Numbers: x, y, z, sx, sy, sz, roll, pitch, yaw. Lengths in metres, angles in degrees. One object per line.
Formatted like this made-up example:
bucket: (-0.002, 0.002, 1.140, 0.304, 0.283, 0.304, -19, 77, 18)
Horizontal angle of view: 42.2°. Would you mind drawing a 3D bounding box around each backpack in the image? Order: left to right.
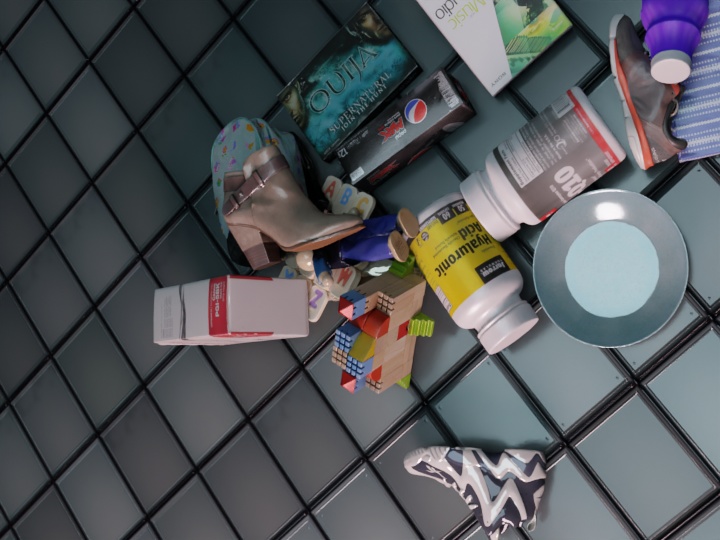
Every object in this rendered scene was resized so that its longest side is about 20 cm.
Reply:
backpack: (-0.143, -0.125, 1.373, 0.165, 0.126, 0.204, -26, 62, 31)

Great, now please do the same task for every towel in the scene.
towel: (0.455, -0.250, 1.185, 0.142, 0.024, 0.205, -12, 83, 21)

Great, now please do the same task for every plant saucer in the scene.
plant saucer: (0.325, -0.003, 1.214, 0.197, 0.039, 0.206, -1, 86, 24)

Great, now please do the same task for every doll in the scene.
doll: (-0.018, -0.031, 1.265, 0.197, 0.049, 0.138, -10, 45, 42)

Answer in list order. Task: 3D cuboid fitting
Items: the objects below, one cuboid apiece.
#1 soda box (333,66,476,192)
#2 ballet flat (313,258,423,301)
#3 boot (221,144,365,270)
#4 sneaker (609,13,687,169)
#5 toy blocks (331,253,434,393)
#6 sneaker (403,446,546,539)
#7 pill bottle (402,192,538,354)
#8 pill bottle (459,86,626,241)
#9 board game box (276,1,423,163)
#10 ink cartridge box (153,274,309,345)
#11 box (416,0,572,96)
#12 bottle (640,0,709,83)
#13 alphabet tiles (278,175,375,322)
soda box: (0.063, -0.197, 1.327, 0.198, 0.070, 0.064, -35, 73, 18)
ballet flat: (0.000, 0.000, 1.347, 0.196, 0.064, 0.078, -12, 82, 24)
boot: (-0.099, -0.094, 1.238, 0.196, 0.070, 0.150, -18, 82, 21)
sneaker: (0.370, -0.234, 1.189, 0.080, 0.077, 0.205, -14, 83, 23)
toy blocks: (0.019, 0.090, 1.252, 0.099, 0.136, 0.204, 27, 125, 32)
sneaker: (0.151, 0.304, 1.248, 0.194, 0.079, 0.133, -1, 77, 14)
pill bottle: (0.150, 0.006, 1.253, 0.111, 0.111, 0.202, -39, 73, 17)
pill bottle: (0.236, -0.134, 1.222, 0.199, 0.113, 0.115, -38, 73, 18)
board game box: (-0.019, -0.280, 1.394, 0.200, 0.028, 0.136, -43, 72, 16)
ink cartridge box: (-0.190, 0.060, 1.349, 0.198, 0.145, 0.085, -9, 80, 46)
box: (0.175, -0.363, 1.278, 0.144, 0.036, 0.201, -40, 91, 16)
bottle: (0.390, -0.329, 1.157, 0.082, 0.066, 0.204, 3, 65, 19)
alphabet tiles: (-0.057, -0.035, 1.356, 0.199, 0.014, 0.199, 31, 94, 47)
